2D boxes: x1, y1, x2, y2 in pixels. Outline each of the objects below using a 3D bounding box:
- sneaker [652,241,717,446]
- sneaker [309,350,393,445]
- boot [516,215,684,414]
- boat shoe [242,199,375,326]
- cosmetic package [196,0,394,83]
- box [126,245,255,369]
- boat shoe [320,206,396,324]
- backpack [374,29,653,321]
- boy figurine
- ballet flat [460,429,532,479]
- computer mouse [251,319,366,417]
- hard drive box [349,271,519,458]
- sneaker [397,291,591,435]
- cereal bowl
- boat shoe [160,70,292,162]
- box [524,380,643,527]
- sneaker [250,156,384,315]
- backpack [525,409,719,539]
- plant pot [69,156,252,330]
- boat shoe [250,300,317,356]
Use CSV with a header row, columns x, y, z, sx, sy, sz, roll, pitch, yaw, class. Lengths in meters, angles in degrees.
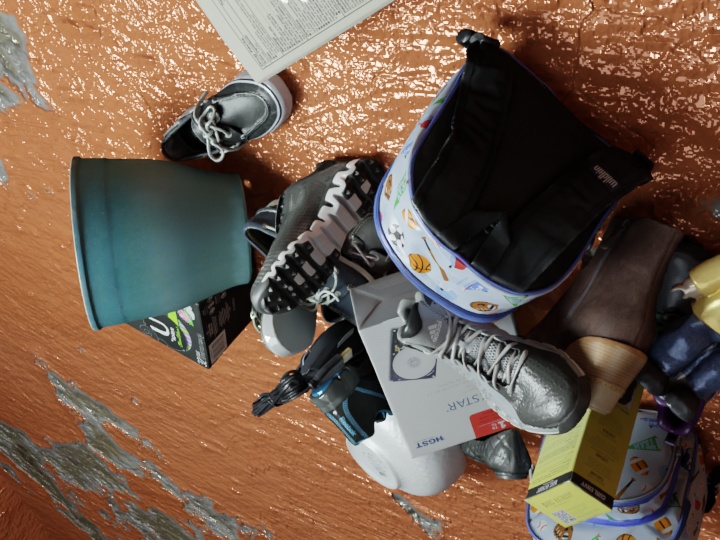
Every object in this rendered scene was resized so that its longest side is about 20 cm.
x,y,z,sx,sy,sz,roll,pitch,yaw,class
0.295,0.071,0.731,0.074,0.088,0.200,6,133,36,sneaker
0.007,0.143,0.967,0.073,0.200,0.082,-36,88,27,sneaker
0.208,0.034,0.732,0.072,0.167,0.200,23,178,-13,boot
-0.046,0.006,0.897,0.200,0.062,0.075,47,138,-2,boat shoe
-0.038,-0.251,0.676,0.200,0.087,0.103,-14,121,46,cosmetic package
-0.259,0.013,1.115,0.200,0.124,0.149,26,142,18,box
0.000,0.000,0.935,0.067,0.057,0.200,34,144,6,boat shoe
0.104,-0.060,0.658,0.200,0.191,0.154,38,145,0,backpack
0.318,0.037,0.646,0.124,0.064,0.200,43,122,5,boy figurine
0.166,0.208,0.973,0.066,0.057,0.200,3,177,-6,ballet flat
-0.035,0.092,0.916,0.046,0.200,0.140,58,150,2,computer mouse
0.095,0.090,0.869,0.155,0.077,0.200,-20,124,4,hard drive box
0.093,0.072,0.685,0.115,0.075,0.200,23,-176,-33,sneaker
0.041,0.232,1.090,0.200,0.083,0.200,36,151,23,cereal bowl
-0.156,-0.163,0.887,0.199,0.068,0.074,-4,126,43,boat shoe
0.222,0.139,0.767,0.050,0.200,0.075,33,143,-4,box
-0.059,-0.041,0.842,0.090,0.200,0.066,19,158,43,sneaker
0.263,0.241,0.838,0.199,0.191,0.154,-5,130,33,backpack
-0.227,-0.040,0.944,0.187,0.201,0.200,-6,141,-12,plant pot
-0.092,0.050,0.949,0.064,0.200,0.071,-27,106,16,boat shoe
